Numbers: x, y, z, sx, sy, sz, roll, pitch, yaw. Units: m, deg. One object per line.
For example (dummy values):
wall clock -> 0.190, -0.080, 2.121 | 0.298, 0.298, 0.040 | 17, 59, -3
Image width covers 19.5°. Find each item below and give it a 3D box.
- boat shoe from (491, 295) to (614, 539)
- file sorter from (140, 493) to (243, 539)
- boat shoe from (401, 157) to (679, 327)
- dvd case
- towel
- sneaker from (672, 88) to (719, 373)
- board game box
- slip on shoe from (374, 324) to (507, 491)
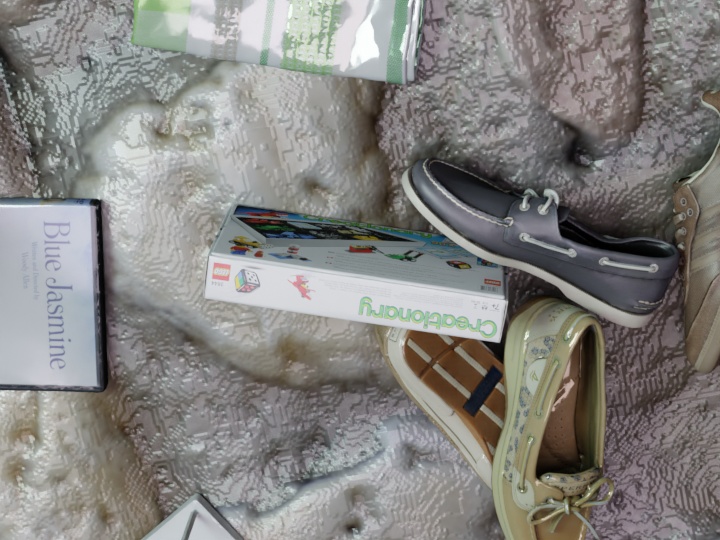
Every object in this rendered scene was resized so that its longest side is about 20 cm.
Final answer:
boat shoe -> 0.136, 0.120, 1.450 | 0.073, 0.063, 0.201 | -14, 109, -30
file sorter -> -0.152, 0.293, 1.527 | 0.200, 0.125, 0.139 | -40, 100, 14
boat shoe -> 0.125, -0.034, 1.428 | 0.200, 0.073, 0.063 | 28, 123, -8
dvd case -> -0.282, 0.018, 1.506 | 0.199, 0.018, 0.143 | 1, 106, 3
towel -> -0.052, -0.208, 1.416 | 0.199, 0.031, 0.150 | 7, 107, 2
sneaker -> 0.247, -0.031, 1.442 | 0.075, 0.070, 0.201 | 22, 109, 20
board game box -> 0.000, 0.000, 1.425 | 0.199, 0.126, 0.035 | 9, 107, 2
slip on shoe -> 0.080, 0.096, 1.488 | 0.200, 0.061, 0.076 | 44, 77, -27
